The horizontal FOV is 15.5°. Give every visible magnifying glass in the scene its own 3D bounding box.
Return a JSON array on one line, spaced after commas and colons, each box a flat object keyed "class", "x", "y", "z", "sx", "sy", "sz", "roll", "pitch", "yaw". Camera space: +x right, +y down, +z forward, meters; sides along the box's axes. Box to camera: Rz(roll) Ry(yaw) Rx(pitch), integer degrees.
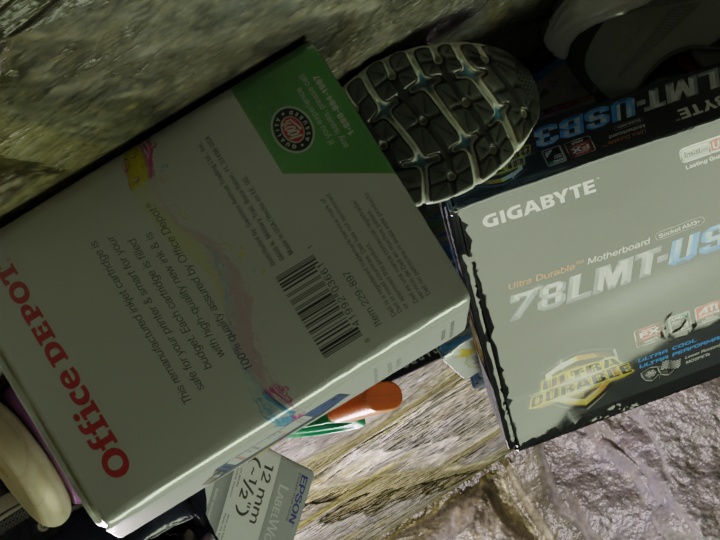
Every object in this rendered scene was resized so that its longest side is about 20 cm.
[{"class": "magnifying glass", "x": -0.018, "y": 0.092, "z": 1.697, "sx": 0.079, "sy": 0.023, "sz": 0.200, "roll": -4, "pitch": 171, "yaw": -20}]

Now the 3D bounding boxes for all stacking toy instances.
[{"class": "stacking toy", "x": -0.125, "y": 0.059, "z": 1.528, "sx": 0.200, "sy": 0.085, "sz": 0.085, "roll": -36, "pitch": 172, "yaw": -15}]

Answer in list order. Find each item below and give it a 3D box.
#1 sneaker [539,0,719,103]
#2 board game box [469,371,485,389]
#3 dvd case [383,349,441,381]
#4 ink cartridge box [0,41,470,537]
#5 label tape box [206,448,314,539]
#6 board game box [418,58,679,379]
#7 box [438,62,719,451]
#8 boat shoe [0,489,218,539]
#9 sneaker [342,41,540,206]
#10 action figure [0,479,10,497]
[{"class": "sneaker", "x": 0.197, "y": -0.151, "z": 1.437, "sx": 0.200, "sy": 0.080, "sz": 0.074, "roll": -32, "pitch": 168, "yaw": -8}, {"class": "board game box", "x": 0.165, "y": 0.022, "z": 1.759, "sx": 0.199, "sy": 0.062, "sz": 0.200, "roll": -12, "pitch": 170, "yaw": -46}, {"class": "dvd case", "x": 0.095, "y": -0.013, "z": 1.688, "sx": 0.150, "sy": 0.025, "sz": 0.200, "roll": -28, "pitch": -164, "yaw": 40}, {"class": "ink cartridge box", "x": -0.069, "y": 0.012, "z": 1.232, "sx": 0.199, "sy": 0.146, "sz": 0.088, "roll": -32, "pitch": 171, "yaw": -5}, {"class": "label tape box", "x": -0.090, "y": 0.180, "z": 1.680, "sx": 0.066, "sy": 0.144, "sz": 0.200, "roll": 7, "pitch": 164, "yaw": 39}, {"class": "board game box", "x": 0.111, "y": -0.046, "z": 1.526, "sx": 0.200, "sy": 0.135, "sz": 0.034, "roll": -33, "pitch": 143, "yaw": 11}, {"class": "box", "x": 0.152, "y": -0.009, "z": 1.446, "sx": 0.199, "sy": 0.050, "sz": 0.199, "roll": -19, "pitch": 136, "yaw": -3}, {"class": "boat shoe", "x": -0.173, "y": 0.171, "z": 1.545, "sx": 0.200, "sy": 0.093, "sz": 0.075, "roll": -37, "pitch": 128, "yaw": 6}, {"class": "sneaker", "x": -0.002, "y": -0.059, "z": 1.359, "sx": 0.199, "sy": 0.079, "sz": 0.090, "roll": -26, "pitch": -176, "yaw": 6}, {"class": "action figure", "x": -0.248, "y": 0.180, "z": 1.652, "sx": 0.193, "sy": 0.105, "sz": 0.200, "roll": -20, "pitch": 165, "yaw": -6}]
